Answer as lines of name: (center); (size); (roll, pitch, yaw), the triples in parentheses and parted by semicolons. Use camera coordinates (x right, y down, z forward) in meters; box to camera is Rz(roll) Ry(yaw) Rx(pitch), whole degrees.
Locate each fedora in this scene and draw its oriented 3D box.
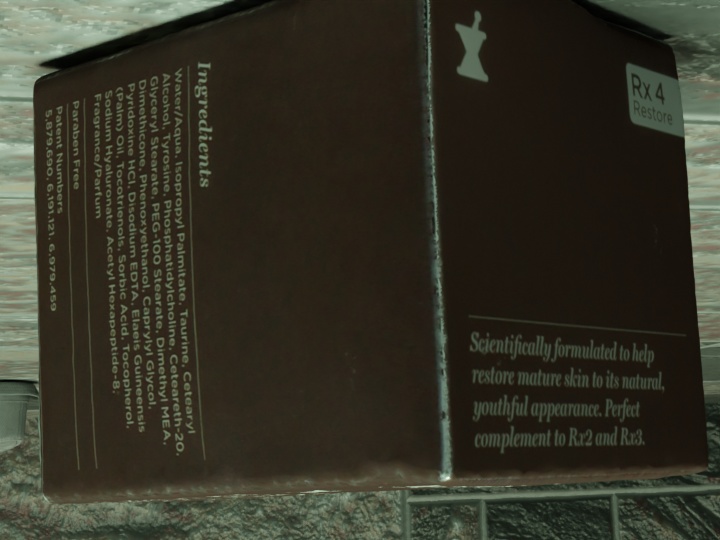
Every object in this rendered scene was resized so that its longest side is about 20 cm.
fedora: (-0.523, 0.199, 2.122); (0.197, 0.092, 0.177); (-3, 172, 9)

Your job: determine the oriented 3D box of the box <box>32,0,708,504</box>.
box: (0.000, 0.000, 0.597); (0.198, 0.166, 0.165); (-9, 169, 40)
